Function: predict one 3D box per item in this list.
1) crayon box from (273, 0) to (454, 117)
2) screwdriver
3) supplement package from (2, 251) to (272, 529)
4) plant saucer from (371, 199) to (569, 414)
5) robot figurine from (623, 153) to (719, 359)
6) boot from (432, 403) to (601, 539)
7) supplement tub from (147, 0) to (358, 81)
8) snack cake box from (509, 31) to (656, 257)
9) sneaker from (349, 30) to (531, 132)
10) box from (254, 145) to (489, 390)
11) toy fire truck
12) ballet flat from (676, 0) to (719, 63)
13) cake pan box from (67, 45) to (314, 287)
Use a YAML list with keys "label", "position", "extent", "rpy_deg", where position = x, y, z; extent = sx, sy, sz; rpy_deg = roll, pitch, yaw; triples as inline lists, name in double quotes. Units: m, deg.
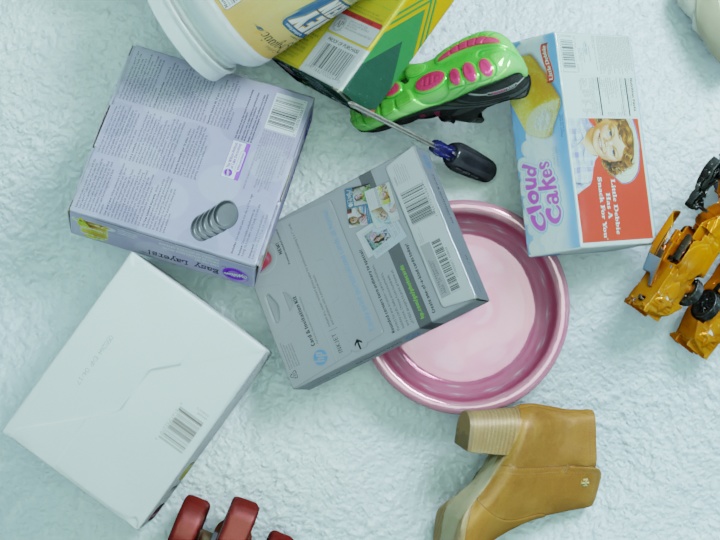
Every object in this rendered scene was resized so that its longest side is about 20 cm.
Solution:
- label: "crayon box"
  position: [0.018, -0.251, 1.646]
  extent: [0.051, 0.127, 0.200]
  rpy_deg: [38, 87, -41]
- label: "screwdriver"
  position: [0.055, -0.122, 1.632]
  extent: [0.200, 0.029, 0.028]
  rpy_deg: [22, 91, -38]
- label: "supplement package"
  position: [-0.201, 0.111, 1.631]
  extent: [0.156, 0.111, 0.200]
  rpy_deg: [36, 88, 1]
- label: "plant saucer"
  position: [0.096, 0.035, 1.671]
  extent: [0.200, 0.051, 0.202]
  rpy_deg: [0, 86, -1]
- label: "robot figurine"
  position: [0.340, -0.027, 1.660]
  extent: [0.145, 0.058, 0.200]
  rpy_deg: [36, 86, -29]
- label: "boot"
  position: [0.150, 0.223, 1.657]
  extent: [0.143, 0.071, 0.202]
  rpy_deg: [6, 104, -18]
- label: "supplement tub"
  position: [-0.084, -0.276, 1.597]
  extent: [0.200, 0.145, 0.145]
  rpy_deg: [-32, 88, 14]
- label: "snack cake box"
  position: [0.205, -0.117, 1.644]
  extent: [0.115, 0.067, 0.201]
  rpy_deg: [-4, 86, -45]
- label: "sneaker"
  position: [0.071, -0.159, 1.635]
  extent: [0.084, 0.199, 0.077]
  rpy_deg: [36, 57, -39]
- label: "box"
  position: [0.000, 0.000, 1.626]
  extent: [0.199, 0.041, 0.156]
  rpy_deg: [-27, 74, 19]
- label: "toy fire truck"
  position: [-0.140, 0.297, 1.594]
  extent: [0.112, 0.168, 0.201]
  rpy_deg: [23, 87, 0]
- label: "ballet flat"
  position: [0.330, -0.288, 1.690]
  extent: [0.069, 0.069, 0.201]
  rpy_deg: [0, 85, -1]
- label: "cake pan box"
  position: [-0.154, -0.102, 1.637]
  extent: [0.183, 0.052, 0.201]
  rpy_deg: [16, 64, 0]
